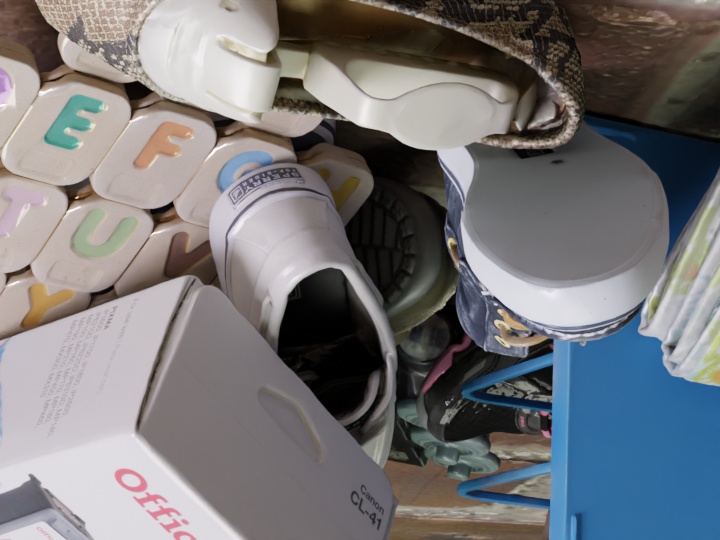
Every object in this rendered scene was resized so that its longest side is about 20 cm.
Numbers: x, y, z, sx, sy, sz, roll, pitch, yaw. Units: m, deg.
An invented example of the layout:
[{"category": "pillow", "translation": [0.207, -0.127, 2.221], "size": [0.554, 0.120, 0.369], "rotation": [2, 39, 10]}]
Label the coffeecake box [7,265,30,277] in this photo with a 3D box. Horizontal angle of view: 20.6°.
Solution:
[{"category": "coffeecake box", "translation": [-0.188, 0.039, 1.056], "size": [0.153, 0.073, 0.200], "rotation": [-10, 160, 28]}]

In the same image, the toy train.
[{"category": "toy train", "translation": [0.023, 0.062, 1.110], "size": [0.114, 0.086, 0.200], "rotation": [8, 164, 12]}]

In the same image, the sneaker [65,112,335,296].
[{"category": "sneaker", "translation": [-0.077, -0.018, 0.867], "size": [0.078, 0.080, 0.200], "rotation": [13, 157, -31]}]

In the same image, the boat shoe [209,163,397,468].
[{"category": "boat shoe", "translation": [-0.014, 0.043, 0.829], "size": [0.072, 0.066, 0.200], "rotation": [-19, 139, -13]}]

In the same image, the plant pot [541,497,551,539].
[{"category": "plant pot", "translation": [0.190, 0.110, 1.085], "size": [0.199, 0.174, 0.200], "rotation": [2, 162, 1]}]

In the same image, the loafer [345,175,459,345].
[{"category": "loafer", "translation": [0.000, 0.000, 0.942], "size": [0.069, 0.076, 0.200], "rotation": [3, 172, -26]}]

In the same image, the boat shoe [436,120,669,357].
[{"category": "boat shoe", "translation": [0.071, 0.000, 0.724], "size": [0.071, 0.091, 0.200], "rotation": [-11, -157, -1]}]

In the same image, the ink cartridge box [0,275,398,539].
[{"category": "ink cartridge box", "translation": [-0.110, 0.099, 0.807], "size": [0.200, 0.086, 0.148], "rotation": [-18, 128, 34]}]

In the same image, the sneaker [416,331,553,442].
[{"category": "sneaker", "translation": [0.129, 0.059, 0.984], "size": [0.199, 0.096, 0.079], "rotation": [-15, 151, -5]}]

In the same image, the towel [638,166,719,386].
[{"category": "towel", "translation": [0.227, -0.018, 0.782], "size": [0.199, 0.048, 0.171], "rotation": [6, 135, -17]}]

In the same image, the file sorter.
[{"category": "file sorter", "translation": [0.121, 0.053, 0.880], "size": [0.138, 0.201, 0.123], "rotation": [10, 164, -24]}]

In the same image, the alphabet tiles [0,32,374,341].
[{"category": "alphabet tiles", "translation": [-0.094, -0.029, 0.775], "size": [0.200, 0.015, 0.196], "rotation": [16, 126, -37]}]

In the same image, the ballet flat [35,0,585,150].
[{"category": "ballet flat", "translation": [-0.011, -0.076, 0.680], "size": [0.199, 0.075, 0.068], "rotation": [8, 129, -18]}]
